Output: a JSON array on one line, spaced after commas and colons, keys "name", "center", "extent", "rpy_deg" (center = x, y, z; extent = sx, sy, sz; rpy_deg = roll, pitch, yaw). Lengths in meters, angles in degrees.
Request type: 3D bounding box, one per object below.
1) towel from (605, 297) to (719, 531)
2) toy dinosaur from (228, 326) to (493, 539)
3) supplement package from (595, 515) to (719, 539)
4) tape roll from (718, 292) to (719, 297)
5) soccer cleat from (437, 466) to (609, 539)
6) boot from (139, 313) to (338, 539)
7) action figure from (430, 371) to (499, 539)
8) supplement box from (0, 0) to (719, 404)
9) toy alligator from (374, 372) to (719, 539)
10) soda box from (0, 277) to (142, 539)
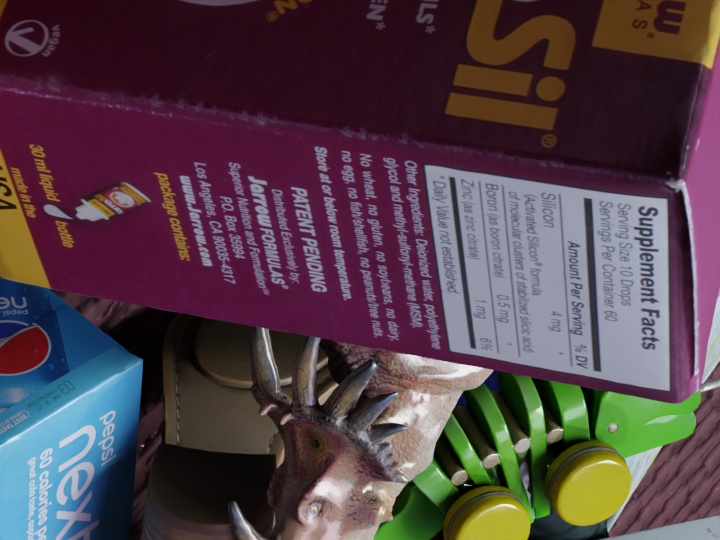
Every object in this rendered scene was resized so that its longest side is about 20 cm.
[{"name": "towel", "center": [0.125, 0.005, 1.141], "extent": [0.171, 0.048, 0.200], "rpy_deg": [-52, 165, -39]}, {"name": "toy dinosaur", "center": [0.000, 0.000, 0.944], "extent": [0.135, 0.201, 0.086], "rpy_deg": [-7, 158, -34]}, {"name": "supplement package", "center": [0.082, 0.179, 1.044], "extent": [0.199, 0.117, 0.118], "rpy_deg": [-7, 126, -35]}, {"name": "tape roll", "center": [0.036, -0.061, 0.909], "extent": [0.200, 0.200, 0.066], "rpy_deg": [-31, 145, -37]}, {"name": "soccer cleat", "center": [0.053, 0.143, 1.123], "extent": [0.200, 0.067, 0.081], "rpy_deg": [99, 10, -54]}, {"name": "boot", "center": [-0.047, 0.103, 1.035], "extent": [0.200, 0.073, 0.155], "rpy_deg": [-61, 160, -58]}, {"name": "action figure", "center": [0.035, 0.036, 1.112], "extent": [0.099, 0.065, 0.201], "rpy_deg": [-15, 134, -63]}, {"name": "supplement box", "center": [0.003, -0.059, 0.759], "extent": [0.103, 0.199, 0.131], "rpy_deg": [79, 24, -56]}, {"name": "toy alligator", "center": [0.076, 0.050, 1.015], "extent": [0.199, 0.059, 0.054], "rpy_deg": [-23, 129, -8]}, {"name": "soda box", "center": [-0.124, 0.099, 0.989], "extent": [0.068, 0.064, 0.201], "rpy_deg": [-32, 145, -35]}]
